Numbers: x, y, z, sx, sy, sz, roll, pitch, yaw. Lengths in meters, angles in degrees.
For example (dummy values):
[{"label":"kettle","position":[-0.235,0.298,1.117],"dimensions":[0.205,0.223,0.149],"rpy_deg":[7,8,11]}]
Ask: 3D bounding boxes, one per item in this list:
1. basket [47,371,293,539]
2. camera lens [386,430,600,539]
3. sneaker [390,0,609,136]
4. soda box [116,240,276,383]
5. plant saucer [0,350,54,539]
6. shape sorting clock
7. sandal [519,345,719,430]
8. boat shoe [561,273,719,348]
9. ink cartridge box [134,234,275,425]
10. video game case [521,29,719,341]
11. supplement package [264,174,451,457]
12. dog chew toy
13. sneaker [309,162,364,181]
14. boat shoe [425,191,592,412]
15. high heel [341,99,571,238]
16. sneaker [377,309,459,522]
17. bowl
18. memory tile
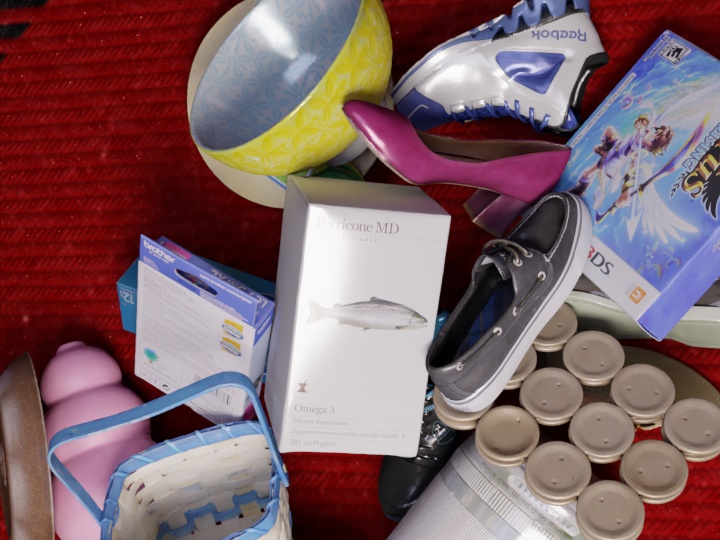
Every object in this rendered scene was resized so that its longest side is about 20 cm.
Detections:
[{"label":"basket","position":[-0.140,0.182,0.968],"dimensions":[0.175,0.140,0.201],"rpy_deg":[-19,122,7]},{"label":"camera lens","position":[0.113,0.236,0.963],"dimensions":[0.160,0.160,0.201],"rpy_deg":[39,94,13]},{"label":"sneaker","position":[0.130,-0.156,1.004],"dimensions":[0.198,0.080,0.116],"rpy_deg":[-30,80,13]},{"label":"soda box","position":[-0.123,0.044,1.076],"dimensions":[0.198,0.068,0.065],"rpy_deg":[19,135,16]},{"label":"plant saucer","position":[-0.319,0.178,1.090],"dimensions":[0.036,0.200,0.203],"rpy_deg":[-7,88,-22]},{"label":"shape sorting clock","position":[-0.066,-0.159,1.084],"dimensions":[0.198,0.039,0.203],"rpy_deg":[1,93,14]},{"label":"sandal","position":[0.200,0.108,0.997],"dimensions":[0.209,0.078,0.070],"rpy_deg":[15,132,-1]},{"label":"boat shoe","position":[0.232,0.020,0.983],"dimensions":[0.199,0.072,0.061],"rpy_deg":[7,65,25]},{"label":"ink cartridge box","position":[-0.137,0.051,1.003],"dimensions":[0.119,0.042,0.201],"rpy_deg":[29,143,13]},{"label":"video game case","position":[0.243,-0.075,0.934],"dimensions":[0.200,0.045,0.181],"rpy_deg":[-50,42,8]},{"label":"supplement package","position":[-0.007,0.035,0.941],"dimensions":[0.115,0.117,0.202],"rpy_deg":[4,105,-12]},{"label":"dog chew toy","position":[-0.249,0.165,1.104],"dimensions":[0.124,0.124,0.202],"rpy_deg":[-25,75,15]},{"label":"sneaker","position":[0.000,0.000,1.036],"dimensions":[0.074,0.084,0.202],"rpy_deg":[-26,94,12]},{"label":"boat shoe","position":[0.112,0.012,0.909],"dimensions":[0.070,0.066,0.201],"rpy_deg":[21,72,48]},{"label":"high heel","position":[0.078,-0.107,0.930],"dimensions":[0.096,0.199,0.068],"rpy_deg":[-49,39,17]},{"label":"sneaker","position":[0.055,0.124,1.020],"dimensions":[0.073,0.082,0.202],"rpy_deg":[25,94,38]},{"label":"bowl","position":[-0.039,-0.152,0.991],"dimensions":[0.199,0.108,0.202],"rpy_deg":[-30,39,28]},{"label":"memory tile","position":[0.167,0.113,0.904],"dimensions":[0.153,0.017,0.199],"rpy_deg":[-38,55,-23]}]
